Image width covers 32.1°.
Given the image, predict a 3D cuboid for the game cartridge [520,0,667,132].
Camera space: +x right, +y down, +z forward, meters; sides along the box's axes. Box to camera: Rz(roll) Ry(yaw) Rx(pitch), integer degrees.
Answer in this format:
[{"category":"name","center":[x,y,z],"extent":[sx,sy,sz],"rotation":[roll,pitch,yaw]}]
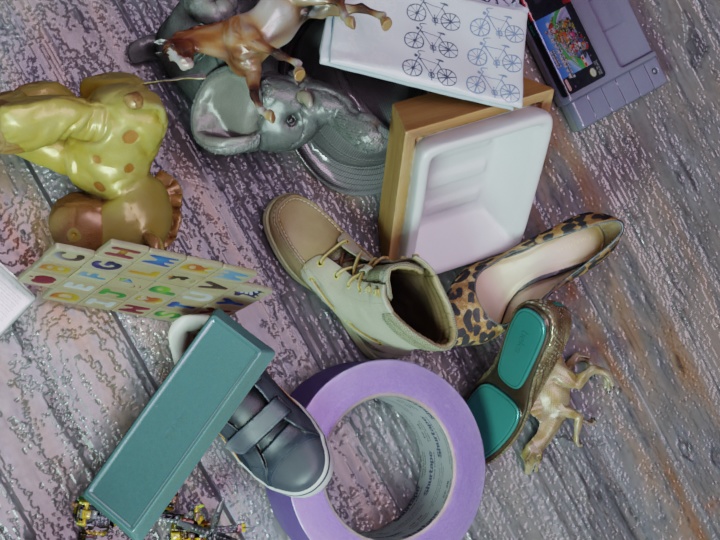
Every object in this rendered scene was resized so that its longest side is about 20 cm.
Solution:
[{"category":"game cartridge","center":[0.237,-0.264,1.349],"extent":[0.129,0.038,0.201],"rotation":[-29,95,-25]}]

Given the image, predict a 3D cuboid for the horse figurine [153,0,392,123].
[{"category":"horse figurine","center":[-0.061,-0.210,1.062],"extent":[0.200,0.132,0.050],"rotation":[-42,143,-10]}]

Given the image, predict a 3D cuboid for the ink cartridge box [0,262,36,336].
[{"category":"ink cartridge box","center":[-0.389,0.060,1.077],"extent":[0.109,0.050,0.200],"rotation":[44,73,-11]}]

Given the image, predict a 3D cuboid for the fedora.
[{"category":"fedora","center":[0.009,-0.180,1.225],"extent":[0.175,0.090,0.202],"rotation":[-16,90,-21]}]

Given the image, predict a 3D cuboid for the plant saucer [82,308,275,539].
[{"category":"plant saucer","center":[-0.158,0.131,1.071],"extent":[0.070,0.019,0.201],"rotation":[35,87,17]}]

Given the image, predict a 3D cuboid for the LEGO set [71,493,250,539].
[{"category":"LEGO set","center":[-0.193,0.284,1.087],"extent":[0.153,0.116,0.202],"rotation":[19,78,-17]}]

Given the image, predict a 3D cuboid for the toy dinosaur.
[{"category":"toy dinosaur","center":[0.203,0.108,1.283],"extent":[0.100,0.058,0.202],"rotation":[2,83,-18]}]

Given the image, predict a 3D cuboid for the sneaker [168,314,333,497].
[{"category":"sneaker","center":[-0.106,0.119,1.110],"extent":[0.078,0.079,0.200],"rotation":[-45,65,2]}]

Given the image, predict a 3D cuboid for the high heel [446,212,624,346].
[{"category":"high heel","center":[0.163,0.005,1.205],"extent":[0.200,0.142,0.072],"rotation":[-34,93,-40]}]

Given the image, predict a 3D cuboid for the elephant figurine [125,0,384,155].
[{"category":"elephant figurine","center":[-0.098,-0.162,1.153],"extent":[0.141,0.155,0.201],"rotation":[-24,88,-29]}]

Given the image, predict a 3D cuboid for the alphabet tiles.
[{"category":"alphabet tiles","center":[-0.185,0.012,1.082],"extent":[0.199,0.166,0.006],"rotation":[13,68,-31]}]

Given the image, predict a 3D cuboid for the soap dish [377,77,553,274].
[{"category":"soap dish","center":[0.094,-0.091,1.202],"extent":[0.156,0.201,0.082],"rotation":[-18,53,-19]}]

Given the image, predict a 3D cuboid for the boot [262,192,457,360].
[{"category":"boot","center":[0.000,0.000,1.168],"extent":[0.072,0.154,0.200],"rotation":[-42,99,-19]}]

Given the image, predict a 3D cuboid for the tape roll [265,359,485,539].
[{"category":"tape roll","center":[0.013,0.186,1.192],"extent":[0.198,0.085,0.202],"rotation":[2,84,-20]}]

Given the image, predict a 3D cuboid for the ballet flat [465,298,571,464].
[{"category":"ballet flat","center":[0.155,0.111,1.223],"extent":[0.065,0.201,0.071],"rotation":[-14,49,-44]}]

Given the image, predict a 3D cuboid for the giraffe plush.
[{"category":"giraffe plush","center":[-0.222,-0.082,1.098],"extent":[0.198,0.173,0.164],"rotation":[-2,107,10]}]

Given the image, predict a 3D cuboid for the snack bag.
[{"category":"snack bag","center":[0.065,-0.251,1.132],"extent":[0.187,0.021,0.202],"rotation":[12,67,-11]}]
